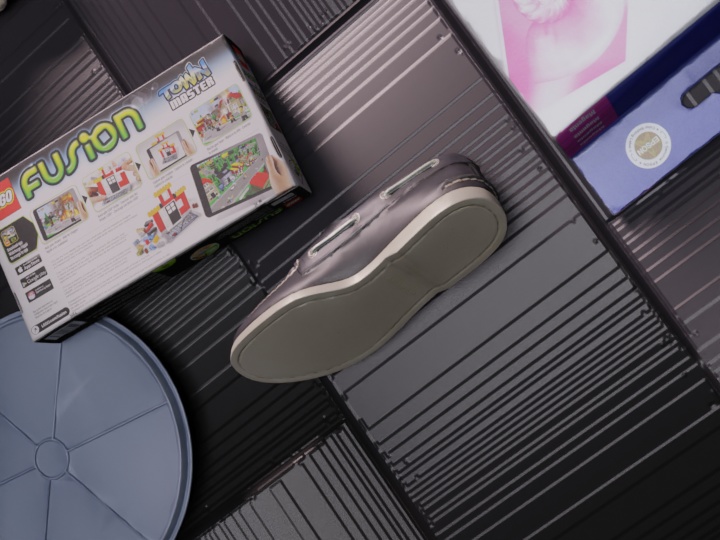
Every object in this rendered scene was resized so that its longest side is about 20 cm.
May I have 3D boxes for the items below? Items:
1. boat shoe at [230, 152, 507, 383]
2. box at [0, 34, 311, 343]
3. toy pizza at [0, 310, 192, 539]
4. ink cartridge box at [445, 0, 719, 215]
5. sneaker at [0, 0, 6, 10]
[{"bbox_3d":[0.000,0.000,0.665,0.199,0.073,0.063,-35,41,19],"label":"boat shoe"},{"bbox_3d":[-0.141,-0.049,0.685,0.198,0.035,0.111,-29,79,9],"label":"box"},{"bbox_3d":[-0.201,0.125,0.725,0.196,0.032,0.204,0,89,14],"label":"toy pizza"},{"bbox_3d":[0.160,-0.171,0.611,0.196,0.043,0.201,-39,82,13],"label":"ink cartridge box"},{"bbox_3d":[-0.324,-0.195,0.706,0.196,0.099,0.071,-6,93,15],"label":"sneaker"}]
